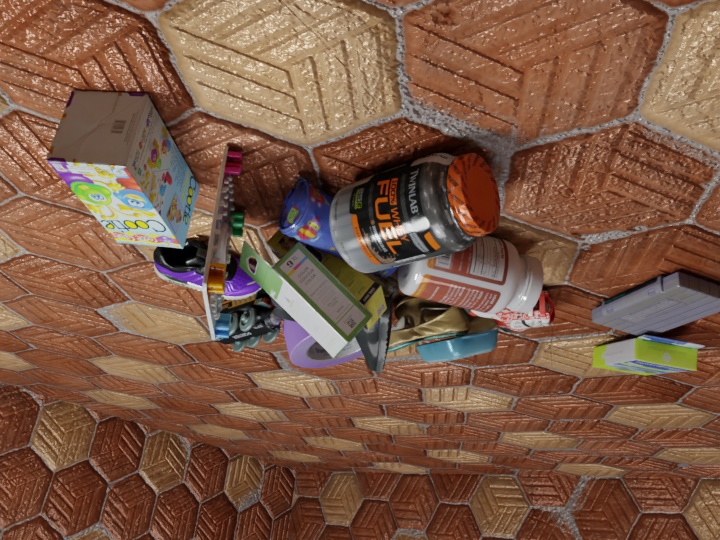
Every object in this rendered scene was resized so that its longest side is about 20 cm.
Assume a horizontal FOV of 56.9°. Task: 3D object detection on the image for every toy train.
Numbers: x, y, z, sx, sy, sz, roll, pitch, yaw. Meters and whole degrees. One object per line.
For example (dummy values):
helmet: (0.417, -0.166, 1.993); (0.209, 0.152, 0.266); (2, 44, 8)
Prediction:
toy train: (-0.216, 0.083, 1.267); (0.085, 0.116, 0.198); (31, 146, -35)

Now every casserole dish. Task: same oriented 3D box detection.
casserole dish: (0.178, 0.141, 1.224); (0.119, 0.040, 0.200); (-10, 174, -17)

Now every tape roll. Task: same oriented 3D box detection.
tape roll: (-0.044, 0.112, 1.251); (0.197, 0.066, 0.201); (-15, 154, -7)

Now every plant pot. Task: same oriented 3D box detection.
plant pot: (0.163, 0.077, 1.249); (0.196, 0.028, 0.201); (7, 155, 3)

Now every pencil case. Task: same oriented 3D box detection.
pencil case: (-0.027, -0.058, 0.953); (0.198, 0.087, 0.078); (25, 114, -35)

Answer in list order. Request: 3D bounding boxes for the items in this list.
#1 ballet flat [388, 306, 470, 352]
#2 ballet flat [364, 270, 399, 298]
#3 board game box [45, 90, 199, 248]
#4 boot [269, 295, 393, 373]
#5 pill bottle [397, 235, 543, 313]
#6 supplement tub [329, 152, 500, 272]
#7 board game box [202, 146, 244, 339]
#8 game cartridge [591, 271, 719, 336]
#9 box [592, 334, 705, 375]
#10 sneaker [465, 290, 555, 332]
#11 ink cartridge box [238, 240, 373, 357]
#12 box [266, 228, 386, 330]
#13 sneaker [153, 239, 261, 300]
ballet flat: (0.109, 0.103, 1.212); (0.198, 0.064, 0.068); (-18, 171, 32)
ballet flat: (0.000, 0.000, 1.080); (0.071, 0.073, 0.199); (-13, 148, 37)
board game box: (-0.297, -0.123, 0.860); (0.101, 0.107, 0.201); (5, 154, 8)
boot: (-0.048, 0.090, 1.107); (0.196, 0.066, 0.167); (9, 130, 7)
pill bottle: (0.162, 0.000, 0.980); (0.197, 0.114, 0.112); (14, 155, -12)
supplement tub: (0.067, -0.073, 0.839); (0.198, 0.124, 0.122); (-14, 148, 38)
board game box: (-0.183, -0.030, 0.909); (0.025, 0.203, 0.201); (6, 156, -6)
game cartridge: (0.497, 0.059, 1.105); (0.128, 0.039, 0.200); (20, 153, -15)
box: (0.539, 0.163, 1.255); (0.120, 0.049, 0.200); (9, 167, -3)
sneaker: (0.254, 0.050, 1.119); (0.107, 0.068, 0.200); (-13, 151, 36)
ink cartridge box: (-0.081, 0.026, 0.948); (0.200, 0.059, 0.104); (43, 158, 3)
box: (-0.053, 0.008, 1.016); (0.199, 0.050, 0.076); (32, 159, 26)
sneaker: (-0.261, -0.007, 1.141); (0.197, 0.071, 0.100); (10, 153, -7)
